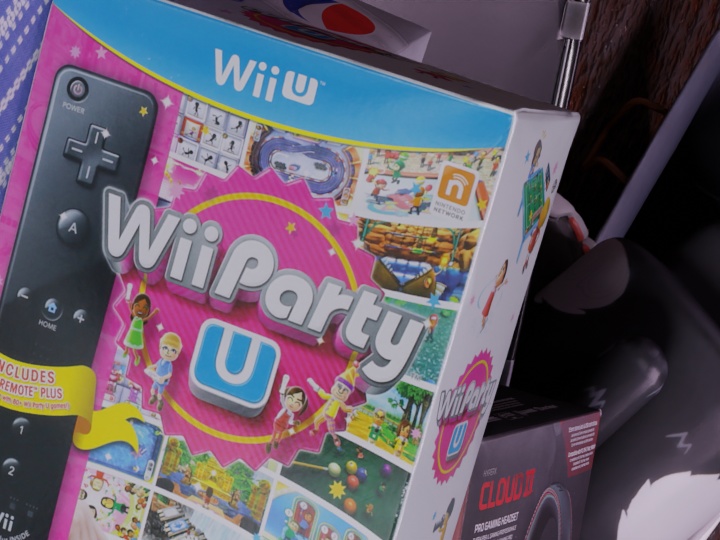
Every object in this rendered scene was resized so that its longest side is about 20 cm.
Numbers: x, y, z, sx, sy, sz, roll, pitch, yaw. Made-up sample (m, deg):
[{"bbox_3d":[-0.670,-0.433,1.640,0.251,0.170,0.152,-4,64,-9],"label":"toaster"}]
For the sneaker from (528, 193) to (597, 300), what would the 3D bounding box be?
[{"bbox_3d":[0.061,0.042,1.069,0.082,0.077,0.201,-44,147,-36],"label":"sneaker"}]

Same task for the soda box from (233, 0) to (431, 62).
[{"bbox_3d":[-0.042,0.006,0.765,0.068,0.063,0.201,-42,153,-65],"label":"soda box"}]

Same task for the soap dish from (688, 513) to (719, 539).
[{"bbox_3d":[0.097,0.172,1.188,0.201,0.081,0.157,-57,166,29],"label":"soap dish"}]

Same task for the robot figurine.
[{"bbox_3d":[0.102,0.069,0.993,0.200,0.125,0.151,-39,127,-3],"label":"robot figurine"}]

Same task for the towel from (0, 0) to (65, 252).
[{"bbox_3d":[-0.094,-0.057,0.689,0.145,0.024,0.200,-61,159,-26],"label":"towel"}]

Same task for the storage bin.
[{"bbox_3d":[0.174,-0.014,1.230,0.201,0.145,0.134,-58,-177,-28],"label":"storage bin"}]

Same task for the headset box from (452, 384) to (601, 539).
[{"bbox_3d":[0.018,0.122,0.800,0.148,0.074,0.202,0,100,-69],"label":"headset box"}]

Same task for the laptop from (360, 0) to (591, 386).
[{"bbox_3d":[0.015,-0.044,0.894,0.200,0.115,0.189,-92,-168,-66],"label":"laptop"}]

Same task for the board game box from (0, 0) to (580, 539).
[{"bbox_3d":[-0.038,0.029,0.669,0.064,0.147,0.202,-7,114,-67],"label":"board game box"}]
